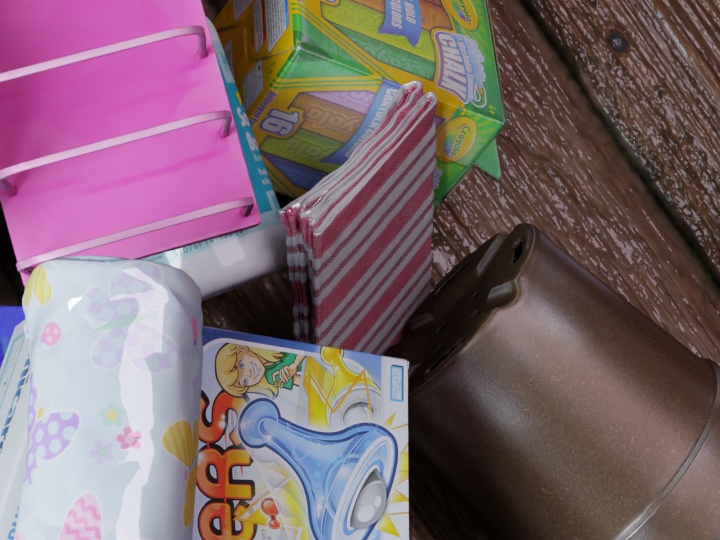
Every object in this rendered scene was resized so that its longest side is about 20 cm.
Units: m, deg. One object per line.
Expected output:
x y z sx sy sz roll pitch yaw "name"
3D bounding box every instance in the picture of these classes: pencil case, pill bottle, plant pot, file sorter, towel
-0.122 0.093 0.942 0.090 0.083 0.202 -1 72 6 "pencil case"
-0.121 -0.080 1.194 0.110 0.110 0.202 -20 90 -39 "pill bottle"
0.124 0.090 1.238 0.198 0.200 0.201 43 52 -11 "plant pot"
-0.142 -0.107 1.074 0.138 0.125 0.202 -15 89 -7 "file sorter"
0.000 0.000 1.227 0.030 0.201 0.146 23 47 22 "towel"

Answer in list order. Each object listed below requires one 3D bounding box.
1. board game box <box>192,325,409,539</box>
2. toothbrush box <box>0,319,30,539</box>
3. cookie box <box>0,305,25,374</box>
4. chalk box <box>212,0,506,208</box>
-0.039 0.136 1.012 0.134 0.034 0.202 10 70 -30 "board game box"
-0.102 0.122 1.049 0.199 0.085 0.148 27 62 -24 "toothbrush box"
-0.178 0.109 1.106 0.198 0.075 0.173 1 70 -33 "cookie box"
0.013 -0.116 1.295 0.198 0.124 0.125 16 45 -26 "chalk box"
